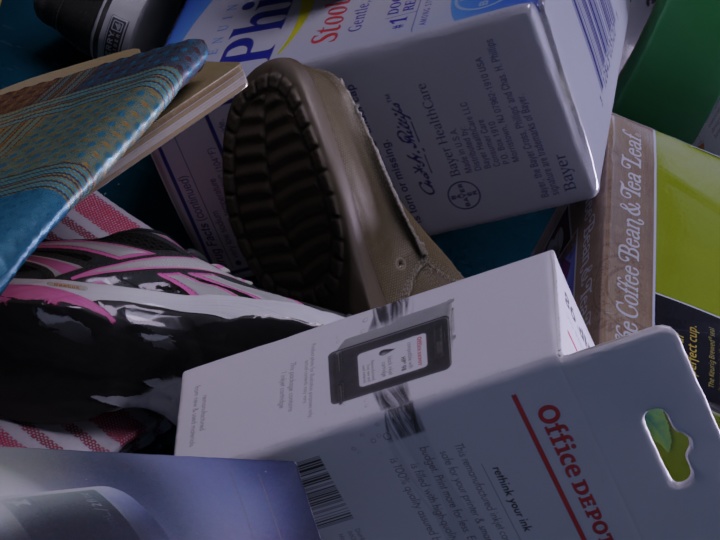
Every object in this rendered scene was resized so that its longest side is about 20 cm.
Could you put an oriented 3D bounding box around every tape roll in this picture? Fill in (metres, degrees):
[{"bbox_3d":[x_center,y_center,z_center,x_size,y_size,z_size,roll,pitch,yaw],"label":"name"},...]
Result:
[{"bbox_3d":[0.169,-0.141,1.269,0.048,0.201,0.201,23,36,-6],"label":"tape roll"}]

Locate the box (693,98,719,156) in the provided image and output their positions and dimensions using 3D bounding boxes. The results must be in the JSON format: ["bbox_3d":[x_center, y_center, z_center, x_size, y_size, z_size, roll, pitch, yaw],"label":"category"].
[{"bbox_3d":[0.258,-0.042,1.272,0.097,0.125,0.201,6,41,-28],"label":"box"}]

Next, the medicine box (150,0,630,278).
[{"bbox_3d":[0.017,-0.103,1.123,0.198,0.103,0.183,-12,31,19],"label":"medicine box"}]

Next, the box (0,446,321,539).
[{"bbox_3d":[-0.102,0.168,0.779,0.197,0.124,0.201,5,41,-27],"label":"box"}]

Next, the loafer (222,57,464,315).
[{"bbox_3d":[0.000,0.000,1.035,0.067,0.076,0.202,-26,101,-44],"label":"loafer"}]

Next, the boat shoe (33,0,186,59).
[{"bbox_3d":[-0.104,-0.167,1.234,0.063,0.071,0.200,26,31,10],"label":"boat shoe"}]

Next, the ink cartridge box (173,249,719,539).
[{"bbox_3d":[0.041,0.071,0.909,0.198,0.116,0.067,-18,35,14],"label":"ink cartridge box"}]

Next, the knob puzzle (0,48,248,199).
[{"bbox_3d":[-0.161,-0.032,0.977,0.031,0.218,0.220,64,29,-22],"label":"knob puzzle"}]

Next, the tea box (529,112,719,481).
[{"bbox_3d":[0.169,0.062,1.077,0.195,0.134,0.201,23,35,-8],"label":"tea box"}]

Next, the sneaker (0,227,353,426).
[{"bbox_3d":[-0.070,0.019,0.969,0.198,0.081,0.087,15,33,-14],"label":"sneaker"}]

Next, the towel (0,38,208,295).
[{"bbox_3d":[-0.153,-0.023,0.885,0.022,0.146,0.200,65,33,-21],"label":"towel"}]

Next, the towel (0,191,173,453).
[{"bbox_3d":[-0.139,0.029,1.011,0.146,0.030,0.200,36,36,15],"label":"towel"}]
